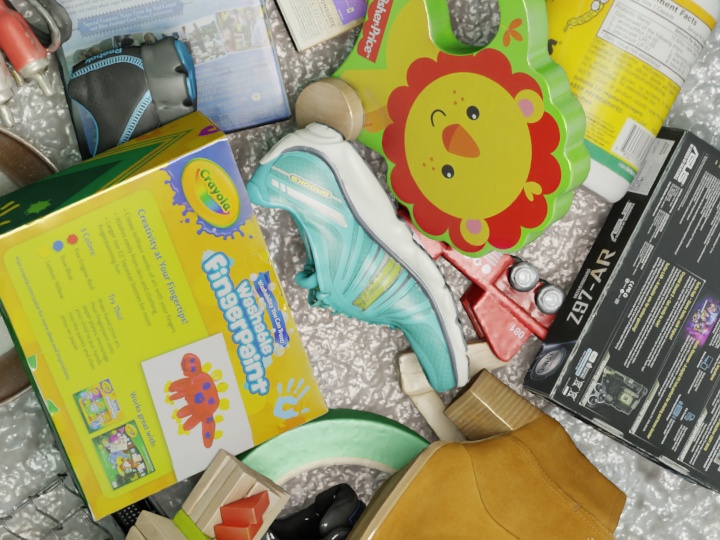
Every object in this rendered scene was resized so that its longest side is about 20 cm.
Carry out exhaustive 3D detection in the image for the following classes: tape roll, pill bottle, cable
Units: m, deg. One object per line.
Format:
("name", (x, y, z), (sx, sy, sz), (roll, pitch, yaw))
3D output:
("tape roll", (-0.014, 0.195, 1.569), (0.200, 0.048, 0.201), (-1, 95, -7))
("pill bottle", (0.167, -0.156, 1.526), (0.113, 0.113, 0.200), (28, 92, -9))
("cable", (-0.259, -0.188, 1.488), (0.097, 0.050, 0.200), (-23, 106, 35))

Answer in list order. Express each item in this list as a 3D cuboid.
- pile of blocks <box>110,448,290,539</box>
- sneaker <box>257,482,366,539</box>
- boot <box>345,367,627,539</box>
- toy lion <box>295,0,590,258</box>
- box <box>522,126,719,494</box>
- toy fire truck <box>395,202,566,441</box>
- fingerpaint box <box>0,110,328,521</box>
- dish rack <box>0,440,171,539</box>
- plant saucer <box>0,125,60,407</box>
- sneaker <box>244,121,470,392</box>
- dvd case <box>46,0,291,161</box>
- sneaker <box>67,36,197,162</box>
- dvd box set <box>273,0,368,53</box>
("pile of blocks", (-0.122, 0.195, 1.431), (0.200, 0.062, 0.082), (-33, 122, -11))
("sneaker", (0.015, 0.195, 1.509), (0.199, 0.077, 0.112), (-3, 105, 0))
("boot", (0.085, 0.166, 1.478), (0.144, 0.071, 0.201), (43, 51, -1))
("toy lion", (0.063, -0.116, 1.467), (0.191, 0.069, 0.200), (29, 121, 23))
("box", (0.221, 0.027, 1.557), (0.160, 0.044, 0.200), (29, 86, -25))
("toy fire truck", (0.073, 0.052, 1.565), (0.200, 0.049, 0.141), (40, 89, -10))
("fingerpaint box", (-0.133, 0.027, 1.448), (0.166, 0.073, 0.200), (-25, 114, -10))
("dish rack", (-0.206, 0.218, 1.520), (0.200, 0.055, 0.154), (-38, 76, -1))
("plant saucer", (-0.275, -0.004, 1.522), (0.200, 0.037, 0.201), (-1, 95, -7))
("sneaker", (0.000, 0.000, 1.481), (0.080, 0.078, 0.200), (-38, 106, -7))
("dvd case", (-0.136, -0.179, 1.515), (0.142, 0.018, 0.201), (-13, 103, 1))
("sneaker", (-0.136, -0.054, 1.510), (0.082, 0.073, 0.201), (-8, 112, 3))
("dvd box set", (0.019, -0.250, 1.539), (0.200, 0.029, 0.147), (-25, 98, -4))
